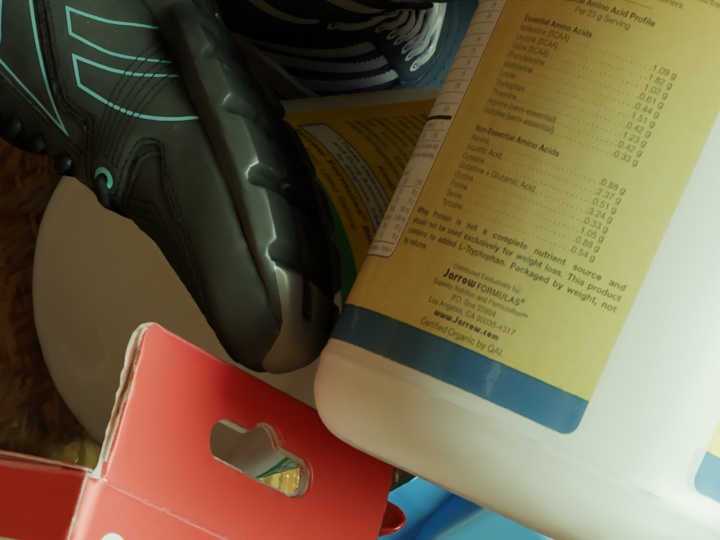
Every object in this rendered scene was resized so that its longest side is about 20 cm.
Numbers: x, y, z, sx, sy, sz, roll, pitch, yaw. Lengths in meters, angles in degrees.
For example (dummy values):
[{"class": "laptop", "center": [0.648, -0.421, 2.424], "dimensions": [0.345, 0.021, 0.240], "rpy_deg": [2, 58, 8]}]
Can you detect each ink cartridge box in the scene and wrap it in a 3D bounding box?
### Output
[{"class": "ink cartridge box", "center": [-0.072, 0.123, 0.778], "dimensions": [0.116, 0.067, 0.201], "rpy_deg": [31, 70, -45]}]

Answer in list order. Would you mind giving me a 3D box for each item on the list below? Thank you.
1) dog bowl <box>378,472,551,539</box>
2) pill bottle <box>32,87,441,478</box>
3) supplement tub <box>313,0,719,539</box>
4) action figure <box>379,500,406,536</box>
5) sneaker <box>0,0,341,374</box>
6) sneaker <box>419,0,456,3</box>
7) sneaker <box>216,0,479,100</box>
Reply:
[{"class": "dog bowl", "center": [0.084, 0.082, 0.987], "dimensions": [0.112, 0.199, 0.050], "rpy_deg": [50, 29, -13]}, {"class": "pill bottle", "center": [0.000, 0.000, 0.935], "dimensions": [0.199, 0.112, 0.114], "rpy_deg": [-10, 96, -54]}, {"class": "supplement tub", "center": [0.088, -0.023, 0.771], "dimensions": [0.144, 0.144, 0.201], "rpy_deg": [29, 84, -49]}, {"class": "action figure", "center": [-0.001, 0.164, 0.947], "dimensions": [0.066, 0.051, 0.201], "rpy_deg": [-61, 156, -45]}, {"class": "sneaker", "center": [-0.068, -0.051, 0.815], "dimensions": [0.201, 0.079, 0.075], "rpy_deg": [64, 8, 24]}, {"class": "sneaker", "center": [0.033, -0.111, 0.824], "dimensions": [0.200, 0.087, 0.075], "rpy_deg": [-17, 103, -53]}, {"class": "sneaker", "center": [0.007, -0.096, 0.951], "dimensions": [0.199, 0.108, 0.071], "rpy_deg": [20, 71, -49]}]
